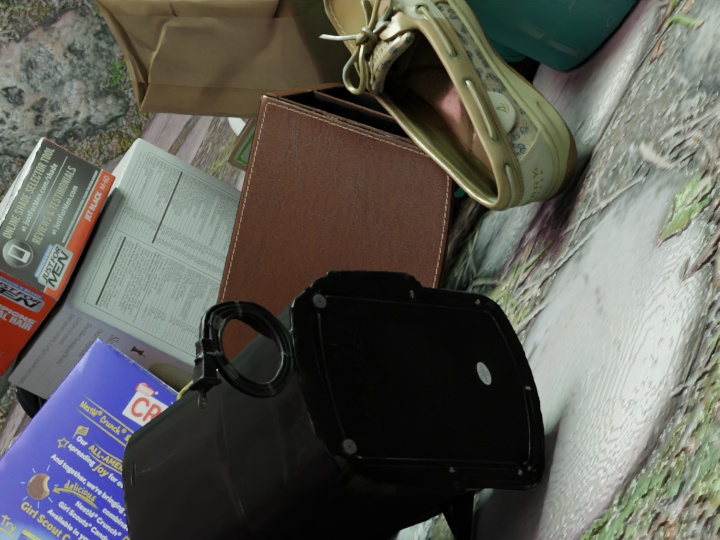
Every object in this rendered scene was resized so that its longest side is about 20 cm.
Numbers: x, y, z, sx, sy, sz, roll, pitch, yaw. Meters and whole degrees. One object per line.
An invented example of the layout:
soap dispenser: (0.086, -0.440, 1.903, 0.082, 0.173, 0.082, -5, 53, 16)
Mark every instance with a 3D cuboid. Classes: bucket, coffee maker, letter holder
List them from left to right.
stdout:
coffee maker: (-0.039, 0.087, 1.013, 0.200, 0.192, 0.135, -40, 31, 44)
letter holder: (0.000, 0.000, 1.268, 0.101, 0.142, 0.201, -19, -54, -62)
bucket: (0.111, -0.234, 1.266, 0.207, 0.135, 0.207, -57, 15, 24)

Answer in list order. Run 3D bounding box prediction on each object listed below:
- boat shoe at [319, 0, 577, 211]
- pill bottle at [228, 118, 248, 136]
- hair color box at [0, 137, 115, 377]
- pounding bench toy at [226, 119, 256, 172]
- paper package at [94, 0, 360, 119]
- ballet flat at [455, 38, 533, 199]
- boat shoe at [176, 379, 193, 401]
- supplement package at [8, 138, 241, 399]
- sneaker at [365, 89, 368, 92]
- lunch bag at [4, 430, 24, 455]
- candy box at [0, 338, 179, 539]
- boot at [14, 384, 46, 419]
boat shoe: (0.040, -0.113, 1.173, 0.063, 0.200, 0.073, -22, -33, -41)
pill bottle: (-0.022, -0.187, 1.748, 0.200, 0.112, 0.113, -58, 13, 21)
hair color box: (-0.250, 0.002, 1.458, 0.200, 0.064, 0.111, -45, 20, 58)
pounding bench toy: (-0.041, -0.161, 1.561, 0.124, 0.200, 0.156, -54, 16, 42)
paper package: (-0.051, -0.200, 1.407, 0.190, 0.104, 0.200, 5, 41, 36)
ballet flat: (0.076, -0.125, 1.347, 0.068, 0.068, 0.200, 118, 171, -47)
boat shoe: (-0.021, 0.062, 1.183, 0.200, 0.068, 0.072, -29, 20, 22)
supplement package: (-0.124, 0.037, 1.482, 0.152, 0.200, 0.151, -44, 22, 55)
sneaker: (0.013, -0.097, 1.431, 0.200, 0.078, 0.140, -160, 76, -68)
lunch bag: (-0.231, 0.239, 1.568, 0.139, 0.167, 0.200, -41, 25, 59)
candy box: (-0.160, 0.175, 1.305, 0.200, 0.169, 0.077, -52, -21, -10)
boot: (-0.211, 0.129, 1.683, 0.168, 0.200, 0.077, -40, 49, 54)
